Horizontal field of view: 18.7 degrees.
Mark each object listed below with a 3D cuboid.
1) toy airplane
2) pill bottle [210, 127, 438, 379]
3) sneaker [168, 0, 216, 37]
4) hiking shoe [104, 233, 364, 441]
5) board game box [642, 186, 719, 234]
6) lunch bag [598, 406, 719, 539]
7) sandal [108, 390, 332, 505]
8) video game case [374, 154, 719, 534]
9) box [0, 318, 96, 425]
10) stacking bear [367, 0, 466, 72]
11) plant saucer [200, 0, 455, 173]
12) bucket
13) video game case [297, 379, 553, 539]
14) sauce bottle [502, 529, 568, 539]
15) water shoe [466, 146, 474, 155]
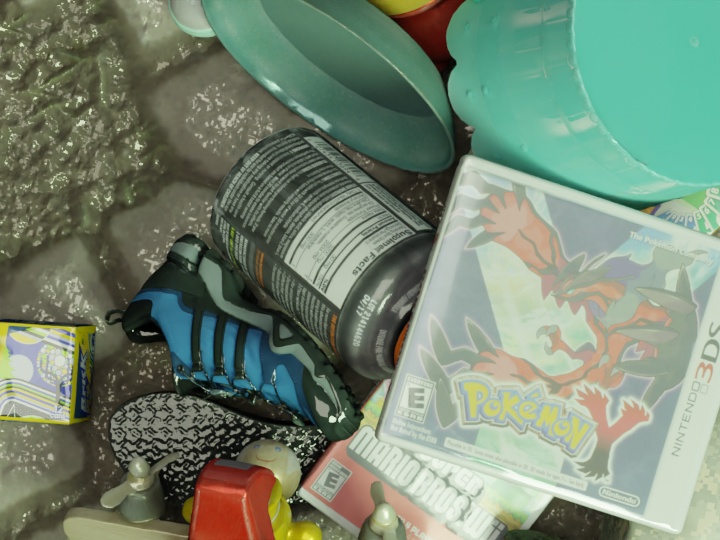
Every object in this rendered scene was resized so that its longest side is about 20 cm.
[{"bbox_3d":[-0.068,0.182,1.425,0.200,0.199,0.142,30,58,-28],"label":"toy airplane"},{"bbox_3d":[0.000,0.000,1.422,0.200,0.106,0.106,41,93,33],"label":"pill bottle"},{"bbox_3d":[-0.086,-0.254,1.445,0.078,0.140,0.200,32,96,18],"label":"sneaker"},{"bbox_3d":[-0.079,0.063,1.457,0.087,0.074,0.200,-46,55,-7],"label":"hiking shoe"},{"bbox_3d":[0.185,-0.042,1.482,0.200,0.030,0.096,-41,85,6],"label":"board game box"},{"bbox_3d":[0.264,0.154,1.416,0.199,0.118,0.165,11,89,-3],"label":"lunch bag"},{"bbox_3d":[-0.075,0.128,1.497,0.200,0.048,0.076,9,91,-7],"label":"sandal"},{"bbox_3d":[0.129,0.046,1.337,0.199,0.023,0.183,18,87,-6],"label":"video game case"},{"bbox_3d":[-0.287,0.065,1.508,0.199,0.064,0.070,4,88,7],"label":"box"},{"bbox_3d":[0.021,-0.212,1.412,0.113,0.200,0.122,15,67,40],"label":"stacking bear"},{"bbox_3d":[-0.014,-0.138,1.427,0.200,0.200,0.036,34,75,6],"label":"plant saucer"},{"bbox_3d":[0.172,-0.134,1.367,0.206,0.135,0.208,2,85,-27],"label":"bucket"},{"bbox_3d":[0.073,0.111,1.469,0.143,0.017,0.200,36,95,-7],"label":"video game case"},{"bbox_3d":[0.105,0.277,1.457,0.064,0.065,0.201,11,97,6],"label":"sauce bottle"},{"bbox_3d":[0.129,-0.108,1.469,0.200,0.079,0.072,-42,91,-23],"label":"water shoe"}]
